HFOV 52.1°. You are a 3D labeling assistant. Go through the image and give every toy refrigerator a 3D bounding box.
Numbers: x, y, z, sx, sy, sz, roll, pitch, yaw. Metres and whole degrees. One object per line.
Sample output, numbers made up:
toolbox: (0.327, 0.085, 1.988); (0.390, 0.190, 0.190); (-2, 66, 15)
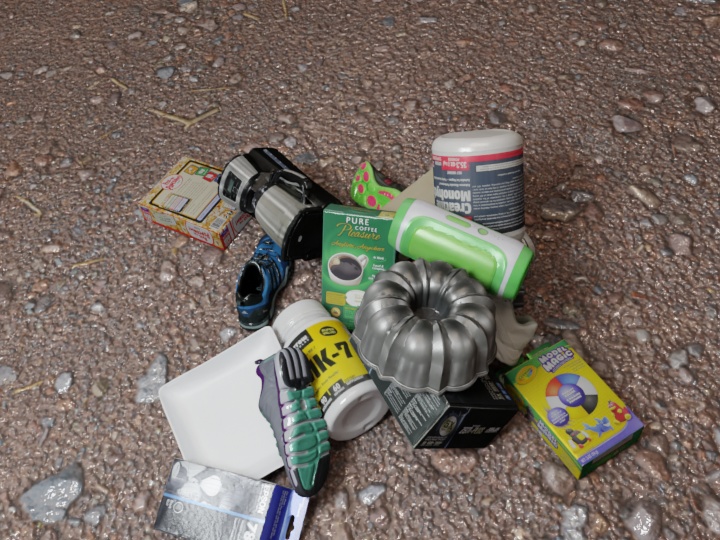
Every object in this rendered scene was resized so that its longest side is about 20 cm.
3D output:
toy refrigerator: (0.090, -0.085, 1.240); (0.199, 0.070, 0.076); (-39, 54, -9)

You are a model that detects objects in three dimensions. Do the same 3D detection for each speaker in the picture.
speaker: (0.143, -0.032, 1.056); (0.198, 0.089, 0.089); (25, 56, 15)

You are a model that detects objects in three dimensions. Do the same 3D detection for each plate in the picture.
plate: (-0.175, 0.214, 1.079); (0.198, 0.032, 0.201); (-29, 65, -2)

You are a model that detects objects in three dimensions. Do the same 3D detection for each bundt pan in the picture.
bundt pan: (0.090, 0.060, 0.969); (0.199, 0.076, 0.203); (4, 44, -4)

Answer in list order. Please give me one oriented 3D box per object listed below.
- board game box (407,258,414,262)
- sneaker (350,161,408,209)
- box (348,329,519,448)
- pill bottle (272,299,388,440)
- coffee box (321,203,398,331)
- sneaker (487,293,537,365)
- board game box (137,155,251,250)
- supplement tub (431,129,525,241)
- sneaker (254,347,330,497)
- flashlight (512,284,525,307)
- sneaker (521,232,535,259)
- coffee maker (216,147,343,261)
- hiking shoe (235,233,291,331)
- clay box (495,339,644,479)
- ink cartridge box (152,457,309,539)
board game box: (0.102, 0.014, 1.244); (0.199, 0.041, 0.153); (25, 57, 25)
sneaker: (0.045, -0.138, 1.371); (0.083, 0.077, 0.200); (17, 23, -37)
box: (0.102, 0.147, 1.047); (0.163, 0.086, 0.201); (13, 33, -43)
pill bottle: (-0.049, 0.144, 1.106); (0.113, 0.115, 0.200); (-28, 52, -16)
coffee box: (0.000, 0.000, 1.169); (0.121, 0.203, 0.044); (7, 22, 14)
sneaker: (0.178, 0.047, 1.099); (0.199, 0.100, 0.078); (36, 13, -8)
board game box: (-0.303, -0.135, 1.418); (0.198, 0.047, 0.152); (21, 56, 23)
supplement tub: (0.184, -0.110, 1.140); (0.138, 0.203, 0.140); (-5, 15, 1)
sneaker: (-0.100, 0.212, 1.025); (0.087, 0.074, 0.203); (-20, 74, 42)
flashlight: (0.158, 0.026, 1.158); (0.197, 0.068, 0.069); (-1, 74, 7)
sneaker: (0.207, -0.056, 1.268); (0.079, 0.079, 0.200); (-29, 41, -23)
coffee maker: (-0.129, -0.115, 1.310); (0.200, 0.192, 0.135); (41, 99, 28)
hiking shoe: (-0.164, 0.003, 1.256); (0.073, 0.087, 0.202); (1, 50, 8)
clay box: (0.296, 0.187, 1.069); (0.114, 0.048, 0.200); (-27, 53, -15)
ink cartridge box: (-0.175, 0.326, 0.998); (0.197, 0.039, 0.101); (9, 71, 14)
